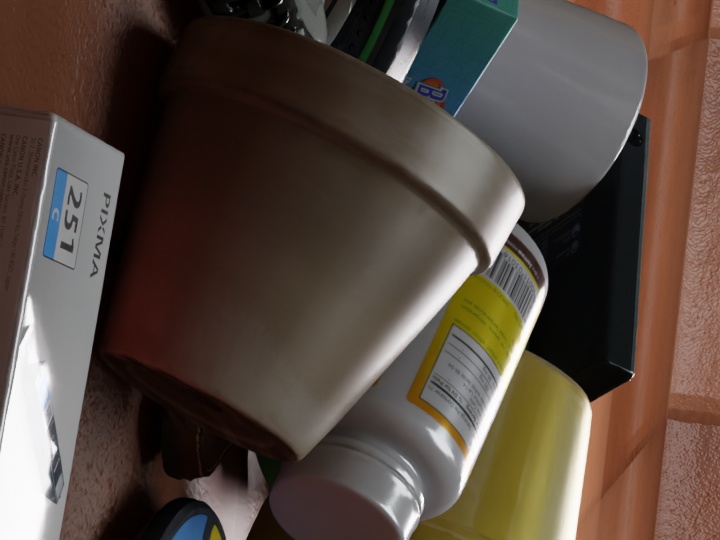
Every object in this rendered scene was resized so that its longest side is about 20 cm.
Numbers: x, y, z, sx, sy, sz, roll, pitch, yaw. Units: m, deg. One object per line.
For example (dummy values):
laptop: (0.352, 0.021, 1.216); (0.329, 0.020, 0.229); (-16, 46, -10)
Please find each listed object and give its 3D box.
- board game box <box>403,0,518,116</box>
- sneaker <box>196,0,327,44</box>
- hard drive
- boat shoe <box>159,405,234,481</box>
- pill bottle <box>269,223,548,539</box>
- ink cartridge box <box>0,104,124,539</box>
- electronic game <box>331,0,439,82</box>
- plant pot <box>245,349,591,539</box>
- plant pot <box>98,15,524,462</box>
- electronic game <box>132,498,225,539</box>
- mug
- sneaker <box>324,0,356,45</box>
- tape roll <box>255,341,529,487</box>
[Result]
board game box: (0.032, -0.127, 1.679); (0.200, 0.045, 0.152); (-57, -164, 37)
sneaker: (-0.050, -0.146, 1.470); (0.200, 0.074, 0.079); (53, 24, -71)
hard drive: (0.134, 0.005, 1.881); (0.140, 0.033, 0.200); (-35, -141, 47)
boat shoe: (-0.057, 0.040, 1.582); (0.200, 0.074, 0.076); (-67, 159, -49)
pill bottle: (0.023, 0.060, 1.544); (0.109, 0.109, 0.200); (81, 28, -49)
ink cartridge box: (-0.144, 0.040, 1.289); (0.176, 0.045, 0.200); (33, 66, -74)
electronic game: (0.001, -0.141, 1.634); (0.200, 0.042, 0.200); (-58, -165, 27)
plant pot: (0.046, 0.144, 1.672); (0.201, 0.201, 0.189); (70, 39, -62)
plant pot: (-0.042, -0.005, 1.440); (0.174, 0.200, 0.200); (-62, 162, -12)
electronic game: (-0.106, 0.222, 1.520); (0.200, 0.042, 0.200); (8, 90, -77)
mug: (0.076, -0.130, 1.893); (0.187, 0.153, 0.149); (5, -109, 62)
sneaker: (-0.025, -0.200, 1.601); (0.200, 0.079, 0.078); (-61, -160, 4)
tape roll: (0.021, 0.070, 1.776); (0.200, 0.048, 0.201); (-23, 124, -39)
